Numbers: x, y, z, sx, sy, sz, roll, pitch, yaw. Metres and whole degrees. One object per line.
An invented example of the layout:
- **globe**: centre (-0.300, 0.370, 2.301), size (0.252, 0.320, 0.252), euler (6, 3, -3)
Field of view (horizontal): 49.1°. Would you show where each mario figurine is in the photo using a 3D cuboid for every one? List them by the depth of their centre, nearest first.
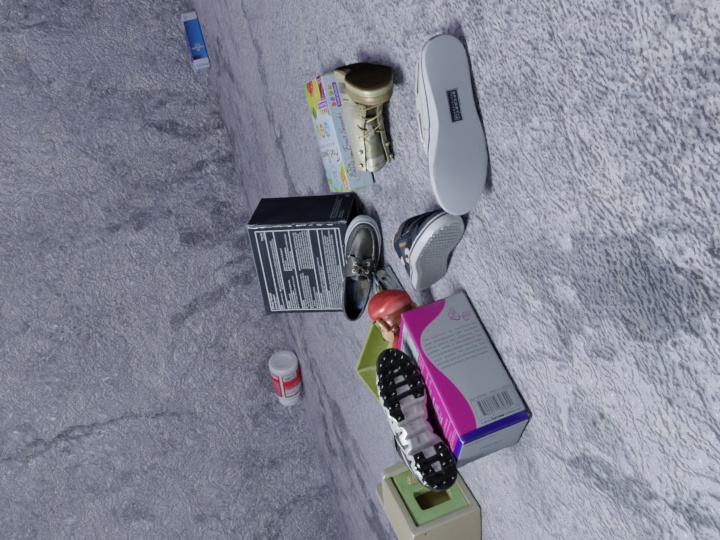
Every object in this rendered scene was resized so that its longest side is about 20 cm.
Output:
- **mario figurine**: centre (0.078, 0.119, 1.224), size (0.201, 0.106, 0.123), euler (54, -162, 23)

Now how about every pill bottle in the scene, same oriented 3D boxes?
- **pill bottle**: centre (-0.278, 0.408, 2.952), size (0.113, 0.110, 0.203), euler (-123, 22, -47)

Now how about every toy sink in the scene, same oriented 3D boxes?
- **toy sink**: centre (0.112, 0.401, 1.398), size (0.201, 0.128, 0.114), euler (-124, 22, -52)

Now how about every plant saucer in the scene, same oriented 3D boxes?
- **plant saucer**: centre (0.081, 0.194, 1.352), size (0.201, 0.047, 0.201), euler (51, 153, 20)

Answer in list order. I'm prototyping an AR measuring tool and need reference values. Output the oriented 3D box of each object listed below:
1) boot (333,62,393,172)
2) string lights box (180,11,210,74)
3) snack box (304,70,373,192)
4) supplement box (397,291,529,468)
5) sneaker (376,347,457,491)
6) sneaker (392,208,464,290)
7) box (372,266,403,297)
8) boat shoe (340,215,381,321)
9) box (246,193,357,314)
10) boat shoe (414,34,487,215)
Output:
- **boot**: centre (0.015, -0.224, 1.184), size (0.200, 0.070, 0.158), euler (-126, 24, -66)
- **string lights box**: centre (-0.621, -0.852, 2.959), size (0.103, 0.058, 0.205), euler (-168, 62, -75)
- **snack box**: centre (-0.041, -0.245, 1.409), size (0.142, 0.052, 0.205), euler (-160, 54, -74)
- **supplement box**: centre (0.134, 0.148, 1.080), size (0.104, 0.099, 0.203), euler (93, 157, -57)
- **sneaker**: centre (0.066, 0.208, 1.075), size (0.091, 0.065, 0.203), euler (109, 140, -66)
- **sneaker**: centre (0.086, -0.045, 1.092), size (0.080, 0.077, 0.201), euler (62, 164, 19)
- **box**: centre (0.064, 0.114, 1.438), size (0.203, 0.039, 0.138), euler (88, 159, -44)
- **boat shoe**: centre (0.000, 0.000, 1.432), size (0.057, 0.067, 0.204), euler (-91, 7, -59)
- **box**: centre (-0.099, -0.032, 1.531), size (0.124, 0.193, 0.204), euler (-76, -18, -58)
- **boat shoe**: centre (0.098, -0.169, 0.925), size (0.066, 0.070, 0.205), euler (-146, 42, -75)
